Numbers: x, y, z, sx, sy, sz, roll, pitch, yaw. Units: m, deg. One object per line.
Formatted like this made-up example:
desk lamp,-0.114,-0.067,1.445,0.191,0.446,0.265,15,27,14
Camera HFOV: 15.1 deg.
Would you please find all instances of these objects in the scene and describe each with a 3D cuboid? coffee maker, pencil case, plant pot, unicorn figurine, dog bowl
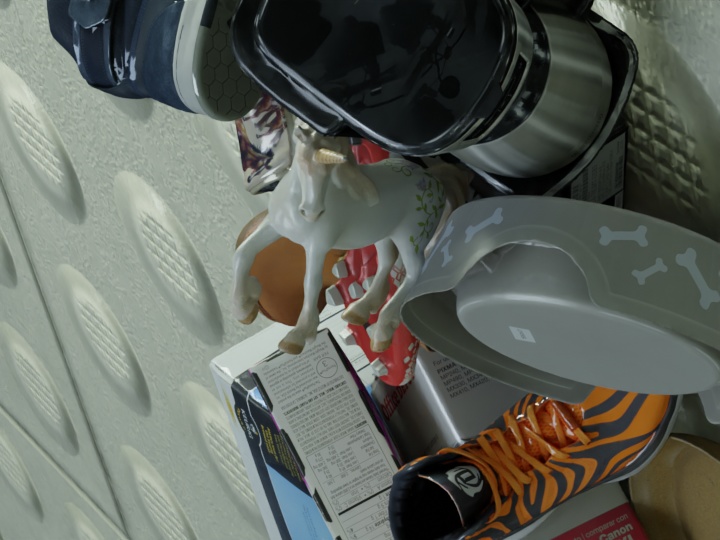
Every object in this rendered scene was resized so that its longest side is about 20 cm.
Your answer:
coffee maker,0.018,-0.117,1.350,0.191,0.135,0.200,12,180,23
pencil case,-0.053,-0.142,1.555,0.089,0.077,0.201,16,-123,-81
plant pot,0.228,0.176,1.575,0.200,0.027,0.200,49,159,26
unicorn figurine,-0.009,-0.024,1.412,0.074,0.200,0.138,28,112,22
dog bowl,0.123,0.020,1.410,0.199,0.059,0.200,14,164,4

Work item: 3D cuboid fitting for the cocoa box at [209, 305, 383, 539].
cocoa box,0.003,0.135,1.905,0.131,0.133,0.201,35,149,49

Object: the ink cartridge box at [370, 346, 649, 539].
ink cartridge box,0.093,0.128,1.708,0.201,0.084,0.145,63,164,12

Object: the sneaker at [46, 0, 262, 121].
sneaker,-0.095,-0.186,1.486,0.146,0.203,0.077,11,168,47

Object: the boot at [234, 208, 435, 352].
boot,0.000,0.000,1.648,0.155,0.074,0.200,43,148,28

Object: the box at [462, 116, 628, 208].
box,0.074,-0.072,1.562,0.200,0.050,0.199,49,157,30

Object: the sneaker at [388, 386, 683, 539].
sneaker,0.095,0.108,1.542,0.200,0.112,0.078,-47,71,30

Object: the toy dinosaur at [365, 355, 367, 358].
toy dinosaur,0.012,-0.034,1.763,0.106,0.060,0.201,110,150,-67

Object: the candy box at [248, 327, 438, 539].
candy box,0.009,0.147,1.697,0.201,0.061,0.136,63,180,16

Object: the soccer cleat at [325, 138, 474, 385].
soccer cleat,0.026,-0.025,1.526,0.069,0.085,0.201,39,143,50
